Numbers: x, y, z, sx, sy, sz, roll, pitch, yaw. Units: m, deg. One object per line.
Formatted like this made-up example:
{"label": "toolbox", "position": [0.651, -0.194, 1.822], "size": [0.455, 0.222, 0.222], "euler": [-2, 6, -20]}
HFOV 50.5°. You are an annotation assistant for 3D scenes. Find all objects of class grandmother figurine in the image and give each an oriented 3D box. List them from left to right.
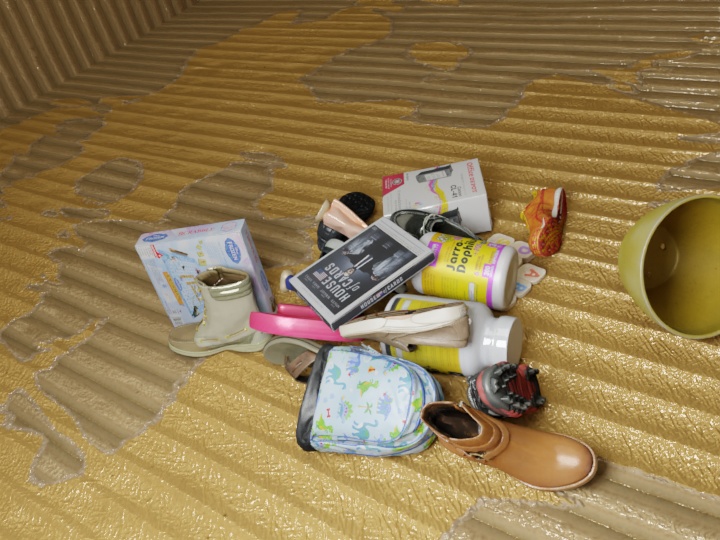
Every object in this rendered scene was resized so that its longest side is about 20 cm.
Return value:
{"label": "grandmother figurine", "position": [0.014, -0.059, 1.377], "size": [0.061, 0.198, 0.121], "euler": [-59, 4, 6]}

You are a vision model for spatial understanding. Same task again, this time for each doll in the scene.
{"label": "doll", "position": [-0.058, 0.039, 1.308], "size": [0.199, 0.136, 0.049], "euler": [12, 83, 45]}

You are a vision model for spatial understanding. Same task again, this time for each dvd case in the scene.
{"label": "dvd case", "position": [0.000, 0.000, 1.215], "size": [0.199, 0.025, 0.150], "euler": [-34, 39, -14]}

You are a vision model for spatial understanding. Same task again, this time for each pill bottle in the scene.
{"label": "pill bottle", "position": [0.137, 0.099, 1.149], "size": [0.198, 0.113, 0.112], "euler": [6, 41, 28]}
{"label": "pill bottle", "position": [0.152, -0.004, 1.251], "size": [0.197, 0.105, 0.105], "euler": [11, 44, 23]}

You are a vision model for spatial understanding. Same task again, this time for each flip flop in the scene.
{"label": "flip flop", "position": [-0.076, 0.153, 1.208], "size": [0.198, 0.081, 0.058], "euler": [13, 59, 27]}

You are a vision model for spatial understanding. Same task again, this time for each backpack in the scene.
{"label": "backpack", "position": [0.018, 0.186, 1.066], "size": [0.197, 0.154, 0.165], "euler": [12, 70, 12]}

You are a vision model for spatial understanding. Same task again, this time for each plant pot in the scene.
{"label": "plant pot", "position": [0.463, -0.012, 1.127], "size": [0.198, 0.202, 0.142], "euler": [-23, 11, -9]}

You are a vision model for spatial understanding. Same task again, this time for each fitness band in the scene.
{"label": "fitness band", "position": [-0.082, 0.086, 1.240], "size": [0.197, 0.038, 0.144], "euler": [5, 5, -8]}

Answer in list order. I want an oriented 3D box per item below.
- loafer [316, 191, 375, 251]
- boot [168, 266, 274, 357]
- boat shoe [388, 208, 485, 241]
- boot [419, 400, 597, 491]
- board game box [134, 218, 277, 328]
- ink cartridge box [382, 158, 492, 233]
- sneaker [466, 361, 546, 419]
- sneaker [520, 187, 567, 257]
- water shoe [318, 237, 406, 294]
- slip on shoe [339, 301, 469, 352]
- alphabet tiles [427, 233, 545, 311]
{"label": "loafer", "position": [-0.032, -0.100, 1.517], "size": [0.068, 0.071, 0.201], "euler": [33, 35, 9]}
{"label": "boot", "position": [-0.259, 0.070, 1.310], "size": [0.197, 0.156, 0.072], "euler": [-4, 37, 16]}
{"label": "boat shoe", "position": [0.134, -0.071, 1.343], "size": [0.198, 0.071, 0.073], "euler": [19, 76, 23]}
{"label": "boot", "position": [0.180, 0.208, 0.941], "size": [0.198, 0.155, 0.078], "euler": [11, 70, 35]}
{"label": "board game box", "position": [-0.268, 0.014, 1.352], "size": [0.196, 0.202, 0.041], "euler": [-6, 36, 12]}
{"label": "ink cartridge box", "position": [0.145, -0.131, 1.473], "size": [0.197, 0.086, 0.148], "euler": [-12, 36, 9]}
{"label": "sneaker", "position": [0.180, 0.164, 1.016], "size": [0.097, 0.200, 0.072], "euler": [-16, 76, 22]}
{"label": "sneaker", "position": [0.321, -0.081, 1.361], "size": [0.076, 0.074, 0.200], "euler": [-6, 27, 26]}
{"label": "water shoe", "position": [0.000, 0.013, 1.374], "size": [0.199, 0.071, 0.079], "euler": [30, 86, 41]}
{"label": "slip on shoe", "position": [0.062, 0.089, 1.092], "size": [0.197, 0.062, 0.076], "euler": [-10, 4, 22]}
{"label": "alphabet tiles", "position": [0.213, 0.002, 1.331], "size": [0.199, 0.015, 0.195], "euler": [-37, 41, -26]}
